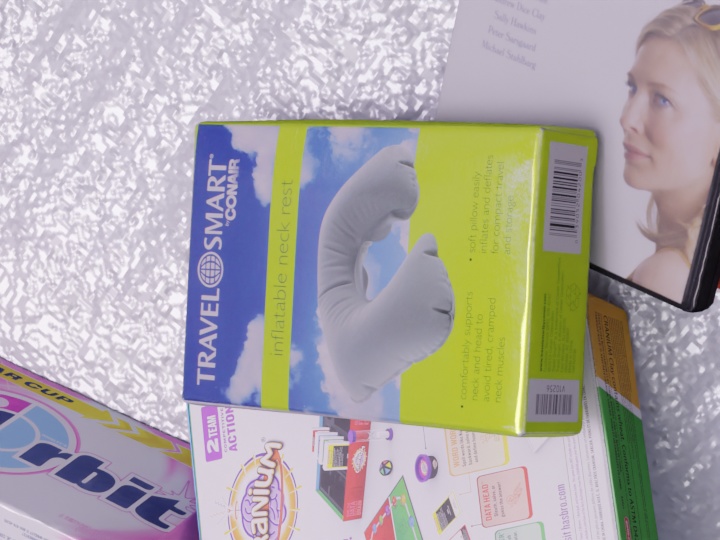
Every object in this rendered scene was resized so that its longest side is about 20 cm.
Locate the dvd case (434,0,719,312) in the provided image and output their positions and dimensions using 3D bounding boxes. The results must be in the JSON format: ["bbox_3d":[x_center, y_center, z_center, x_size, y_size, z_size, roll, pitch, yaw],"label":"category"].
[{"bbox_3d":[0.099,-0.100,1.016,0.143,0.018,0.200,26,115,35],"label":"dvd case"}]

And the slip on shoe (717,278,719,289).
[{"bbox_3d":[0.179,-0.008,1.013,0.200,0.061,0.074,21,117,22],"label":"slip on shoe"}]

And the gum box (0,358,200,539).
[{"bbox_3d":[-0.159,0.101,1.173,0.200,0.113,0.066,23,115,16],"label":"gum box"}]

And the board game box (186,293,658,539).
[{"bbox_3d":[0.025,0.107,1.097,0.200,0.040,0.153,-14,72,28],"label":"board game box"}]

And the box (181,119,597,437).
[{"bbox_3d":[0.000,0.000,1.063,0.200,0.048,0.122,3,89,38],"label":"box"}]
